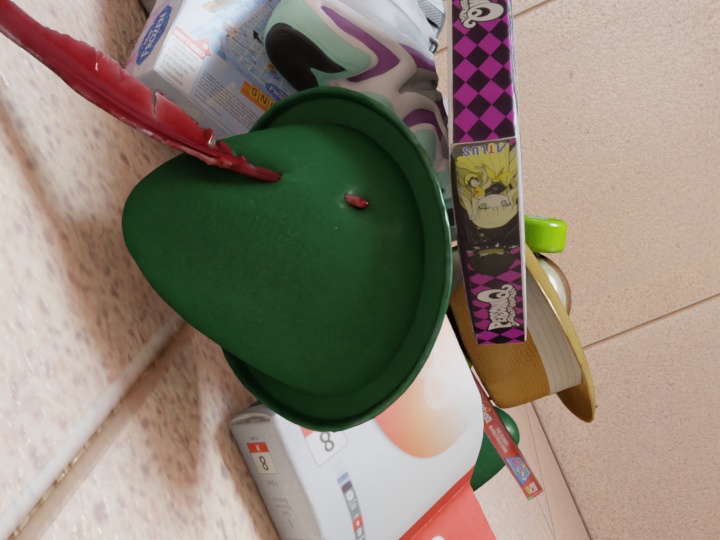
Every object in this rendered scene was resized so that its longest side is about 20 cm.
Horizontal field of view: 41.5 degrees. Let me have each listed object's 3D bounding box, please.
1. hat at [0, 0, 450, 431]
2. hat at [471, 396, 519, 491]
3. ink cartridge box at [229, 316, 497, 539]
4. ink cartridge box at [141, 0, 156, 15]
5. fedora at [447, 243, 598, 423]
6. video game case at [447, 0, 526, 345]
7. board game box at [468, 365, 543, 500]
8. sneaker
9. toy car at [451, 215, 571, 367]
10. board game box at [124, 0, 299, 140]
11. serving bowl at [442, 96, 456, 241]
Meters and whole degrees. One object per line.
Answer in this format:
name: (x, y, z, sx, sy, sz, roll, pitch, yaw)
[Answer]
hat: (-0.086, -0.018, 0.421, 0.175, 0.166, 0.200, 6, 23, -46)
hat: (0.176, 0.179, 1.110, 0.200, 0.175, 0.166, -39, 106, -80)
ink cartridge box: (0.027, 0.139, 0.575, 0.162, 0.050, 0.201, -31, 97, -44)
ink cartridge box: (-0.116, -0.240, 0.766, 0.200, 0.083, 0.176, -92, 157, -64)
fedora: (0.123, 0.053, 0.801, 0.201, 0.081, 0.201, 63, -2, 3)
video game case: (0.073, -0.089, 0.544, 0.182, 0.036, 0.201, 75, 15, -54)
board game box: (0.101, 0.111, 0.831, 0.200, 0.019, 0.103, 57, 4, -40)
sneaker: (0.038, -0.137, 0.650, 0.200, 0.077, 0.140, 50, 59, -30)
toy car: (0.162, 0.018, 1.002, 0.200, 0.157, 0.165, -10, 108, -61)
board game box: (-0.047, -0.148, 0.659, 0.200, 0.041, 0.200, 40, 55, -36)
serving bowl: (0.030, -0.104, 0.869, 0.200, 0.199, 0.066, 57, 38, -46)
